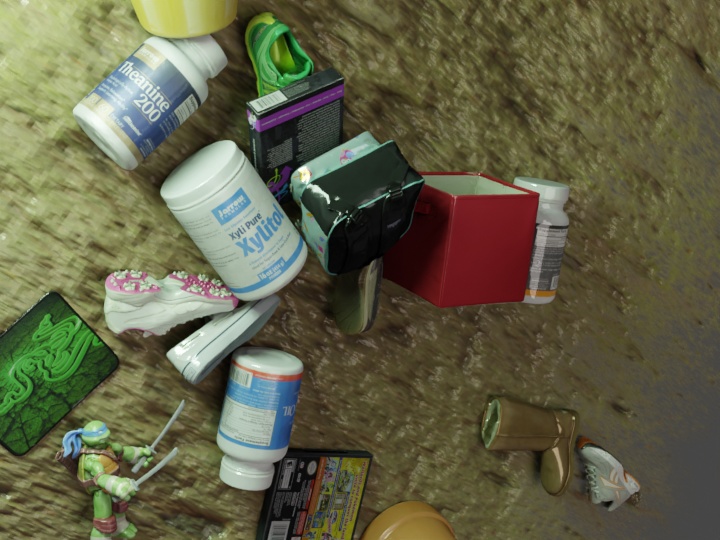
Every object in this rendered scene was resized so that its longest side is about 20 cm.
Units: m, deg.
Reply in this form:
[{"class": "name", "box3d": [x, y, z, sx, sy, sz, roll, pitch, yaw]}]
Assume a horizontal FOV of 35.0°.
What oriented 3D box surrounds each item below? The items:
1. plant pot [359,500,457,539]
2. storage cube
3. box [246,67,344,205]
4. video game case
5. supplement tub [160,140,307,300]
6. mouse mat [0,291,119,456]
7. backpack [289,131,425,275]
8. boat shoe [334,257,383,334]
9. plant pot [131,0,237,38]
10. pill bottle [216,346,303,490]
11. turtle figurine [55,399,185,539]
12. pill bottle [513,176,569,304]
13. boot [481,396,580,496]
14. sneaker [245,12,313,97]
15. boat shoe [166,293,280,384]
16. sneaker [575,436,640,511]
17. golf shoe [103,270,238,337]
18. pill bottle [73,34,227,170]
[{"class": "plant pot", "box3d": [0.105, 0.520, 1.979, 0.200, 0.140, 0.201, -9, 109, -29]}, {"class": "storage cube", "box3d": [0.155, -0.053, 1.815, 0.199, 0.171, 0.180, -4, 108, -32]}, {"class": "box", "box3d": [-0.092, -0.185, 1.648, 0.143, 0.036, 0.200, -27, 144, -23]}, {"class": "video game case", "box3d": [-0.079, 0.394, 1.893, 0.180, 0.025, 0.201, 8, 99, -34]}, {"class": "supplement tub", "box3d": [-0.176, -0.068, 1.618, 0.132, 0.132, 0.200, -43, 120, -14]}, {"class": "mouse mat", "box3d": [-0.453, 0.146, 1.591, 0.200, 0.008, 0.161, -45, 123, -14]}, {"class": "backpack", "box3d": [-0.009, -0.092, 1.671, 0.176, 0.153, 0.200, -32, 154, -16]}, {"class": "boat shoe", "box3d": [0.001, 0.001, 1.801, 0.066, 0.072, 0.202, 5, 90, -63]}, {"class": "plant pot", "box3d": [-0.232, -0.411, 1.458, 0.200, 0.201, 0.189, -24, 132, -24]}, {"class": "pill bottle", "box3d": [-0.158, 0.226, 1.739, 0.112, 0.112, 0.201, 4, 103, -33]}, {"class": "turtle figurine", "box3d": [-0.328, 0.310, 1.639, 0.199, 0.144, 0.195, -6, 112, -27]}, {"class": "pill bottle", "box3d": [0.290, -0.052, 1.934, 0.116, 0.116, 0.201, 1, 104, -32]}, {"class": "boot", "box3d": [0.304, 0.324, 2.093, 0.200, 0.066, 0.176, 10, 87, -35]}, {"class": "sneaker", "box3d": [-0.106, -0.269, 1.629, 0.074, 0.084, 0.200, -37, 130, -19]}, {"class": "boat shoe", "box3d": [-0.202, 0.082, 1.689, 0.200, 0.067, 0.074, -42, 168, -38]}, {"class": "sneaker", "box3d": [0.466, 0.403, 2.214, 0.092, 0.076, 0.200, -48, 123, -5]}, {"class": "golf shoe", "box3d": [-0.275, 0.051, 1.643, 0.199, 0.075, 0.092, 5, 114, -27]}, {"class": "pill bottle", "box3d": [-0.275, -0.239, 1.520, 0.200, 0.111, 0.111, -46, 123, -12]}]
